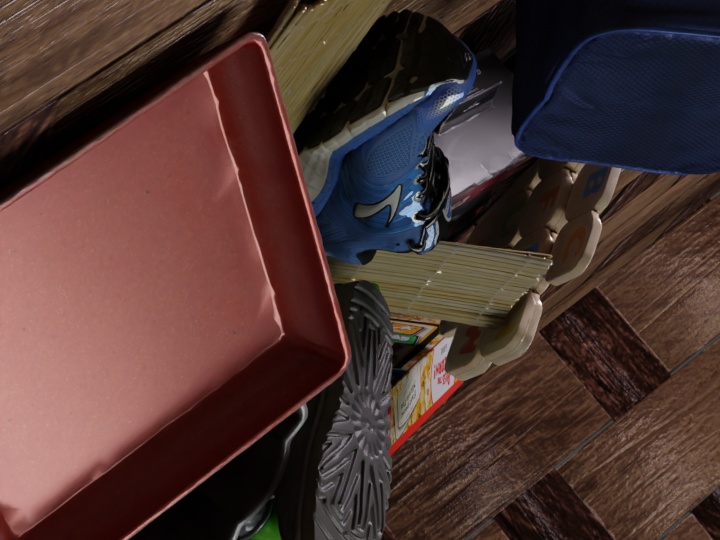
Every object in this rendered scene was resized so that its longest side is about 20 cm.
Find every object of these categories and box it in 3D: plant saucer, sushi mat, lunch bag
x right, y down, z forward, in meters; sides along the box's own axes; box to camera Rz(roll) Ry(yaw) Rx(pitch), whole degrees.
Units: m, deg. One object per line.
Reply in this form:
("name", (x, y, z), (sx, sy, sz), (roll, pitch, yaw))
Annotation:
("plant saucer", (-0.105, 0.018, 1.132), (0.200, 0.037, 0.200), (-37, 135, -25))
("sushi mat", (0.000, 0.000, 1.457), (0.199, 0.012, 0.096), (8, 152, -14))
("sushi mat", (-0.037, -0.087, 1.211), (0.096, 0.012, 0.200), (-35, 171, -38))
("lunch bag", (0.160, -0.148, 1.356), (0.136, 0.133, 0.200), (7, 158, -13))

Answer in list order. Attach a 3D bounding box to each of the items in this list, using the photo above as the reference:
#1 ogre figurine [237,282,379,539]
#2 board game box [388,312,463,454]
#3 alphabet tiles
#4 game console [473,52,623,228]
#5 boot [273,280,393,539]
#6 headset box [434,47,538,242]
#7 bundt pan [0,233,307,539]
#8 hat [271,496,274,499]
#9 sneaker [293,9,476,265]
("ogre figurine", (-0.066, 0.078, 1.489), (0.200, 0.120, 0.098), (110, -5, -57))
("board game box", (-0.031, 0.067, 1.636), (0.200, 0.151, 0.046), (-36, 130, -68))
("alphabet tiles", (0.102, -0.032, 1.569), (0.196, 0.015, 0.200), (-28, -141, 63))
("game console", (0.139, -0.102, 1.746), (0.200, 0.176, 0.116), (-40, -150, -4))
("boot", (-0.082, 0.093, 1.360), (0.200, 0.073, 0.182), (-11, -130, 25))
("headset box", (0.018, -0.042, 1.554), (0.149, 0.075, 0.200), (-30, 168, -50))
("bundt pan", (-0.121, 0.061, 1.226), (0.202, 0.076, 0.202), (-23, 128, -33))
("hat", (-0.095, 0.104, 1.728), (0.201, 0.200, 0.081), (-16, 116, -72))
("sneaker", (0.018, -0.061, 1.323), (0.200, 0.089, 0.079), (-46, -160, 59))
